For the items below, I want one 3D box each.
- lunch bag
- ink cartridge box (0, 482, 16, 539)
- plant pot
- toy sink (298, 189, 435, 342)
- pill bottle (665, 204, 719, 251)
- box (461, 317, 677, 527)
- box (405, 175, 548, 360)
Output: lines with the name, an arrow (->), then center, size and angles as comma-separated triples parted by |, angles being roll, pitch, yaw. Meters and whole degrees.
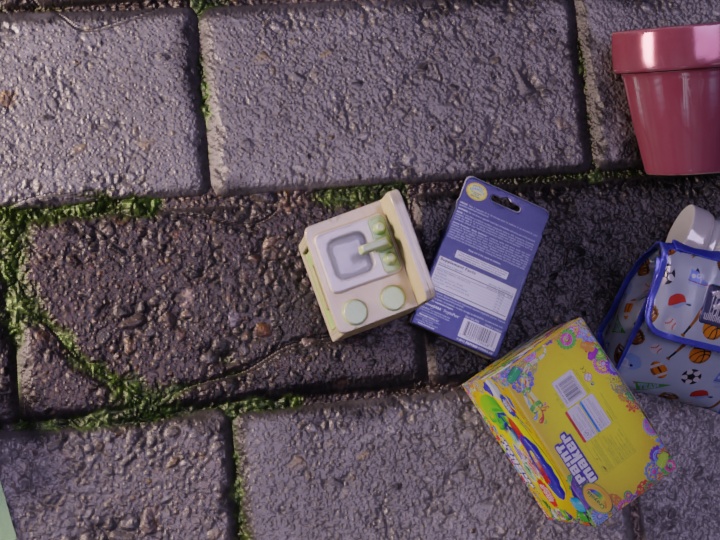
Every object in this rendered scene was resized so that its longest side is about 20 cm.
lunch bag -> 0.395, 0.061, 1.562 | 0.168, 0.201, 0.125 | 14, 39, -8
ink cartridge box -> -0.493, 0.235, 1.499 | 0.144, 0.048, 0.202 | -17, 83, -11
plant pot -> 0.415, -0.214, 1.625 | 0.197, 0.200, 0.182 | -5, 98, -9
toy sink -> 0.000, 0.000, 1.522 | 0.111, 0.200, 0.132 | -20, 86, -10
pill bottle -> 0.486, -0.005, 1.637 | 0.198, 0.112, 0.113 | 24, 80, -5
box -> 0.240, 0.180, 1.536 | 0.121, 0.193, 0.201 | -33, 87, -11
box -> 0.149, -0.004, 1.629 | 0.120, 0.032, 0.202 | 23, 81, -5
